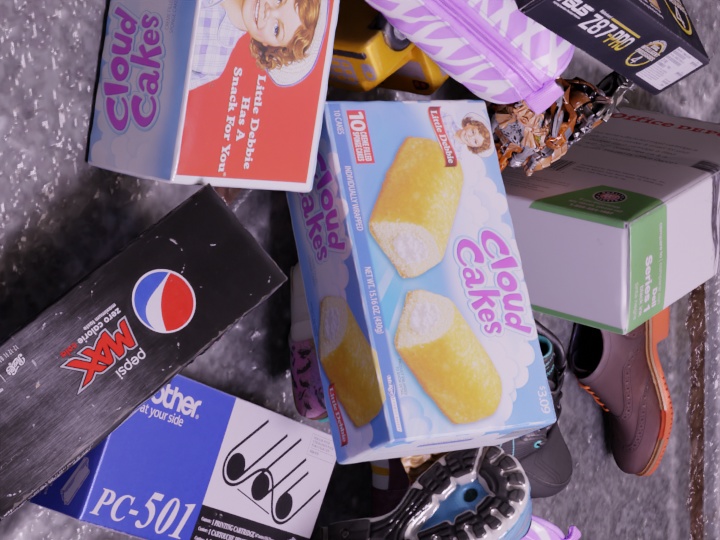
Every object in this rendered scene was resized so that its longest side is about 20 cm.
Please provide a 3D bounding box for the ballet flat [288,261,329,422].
[{"bbox_3d":[0.000,0.000,1.129,0.071,0.069,0.200,50,57,-25],"label":"ballet flat"}]

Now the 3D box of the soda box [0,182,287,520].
[{"bbox_3d":[-0.135,0.044,0.929,0.200,0.063,0.071,-40,93,-27],"label":"soda box"}]

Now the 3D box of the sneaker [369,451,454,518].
[{"bbox_3d":[0.038,0.115,1.197,0.075,0.090,0.200,-9,140,-15],"label":"sneaker"}]

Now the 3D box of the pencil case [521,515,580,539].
[{"bbox_3d":[0.075,0.257,1.261,0.200,0.085,0.084,-67,153,-13],"label":"pencil case"}]

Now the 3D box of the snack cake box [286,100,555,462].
[{"bbox_3d":[0.031,0.004,1.062,0.115,0.067,0.200,-4,76,-30],"label":"snack cake box"}]

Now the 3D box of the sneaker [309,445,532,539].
[{"bbox_3d":[0.027,0.192,1.145,0.200,0.078,0.090,-29,145,5],"label":"sneaker"}]

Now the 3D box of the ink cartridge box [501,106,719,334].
[{"bbox_3d":[0.179,-0.041,1.263,0.200,0.146,0.084,-26,121,-44],"label":"ink cartridge box"}]

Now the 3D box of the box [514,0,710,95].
[{"bbox_3d":[0.119,-0.197,1.036,0.200,0.049,0.161,16,47,-59],"label":"box"}]

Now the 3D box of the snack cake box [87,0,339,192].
[{"bbox_3d":[-0.071,-0.147,0.985,0.115,0.067,0.200,0,101,-53],"label":"snack cake box"}]

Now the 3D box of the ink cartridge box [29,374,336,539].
[{"bbox_3d":[-0.095,0.115,1.053,0.200,0.044,0.094,28,78,-51],"label":"ink cartridge box"}]

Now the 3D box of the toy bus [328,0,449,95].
[{"bbox_3d":[0.045,-0.176,1.122,0.200,0.065,0.078,-50,137,-30],"label":"toy bus"}]

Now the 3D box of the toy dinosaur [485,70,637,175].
[{"bbox_3d":[0.115,-0.113,1.180,0.102,0.200,0.136,38,91,-18],"label":"toy dinosaur"}]

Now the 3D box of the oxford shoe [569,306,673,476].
[{"bbox_3d":[0.193,0.079,1.398,0.072,0.071,0.200,-18,121,-16],"label":"oxford shoe"}]

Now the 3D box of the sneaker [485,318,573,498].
[{"bbox_3d":[0.106,0.087,1.238,0.200,0.079,0.075,54,38,-35],"label":"sneaker"}]

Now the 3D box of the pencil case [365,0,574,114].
[{"bbox_3d":[0.045,-0.162,1.000,0.084,0.086,0.200,-44,143,14],"label":"pencil case"}]
